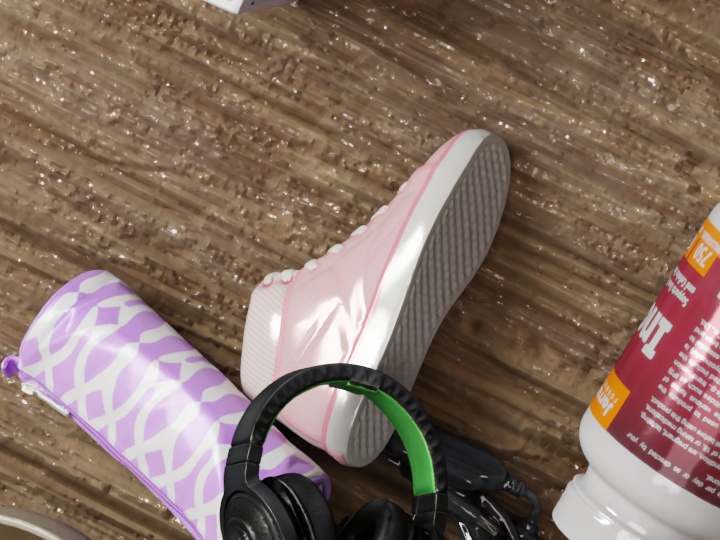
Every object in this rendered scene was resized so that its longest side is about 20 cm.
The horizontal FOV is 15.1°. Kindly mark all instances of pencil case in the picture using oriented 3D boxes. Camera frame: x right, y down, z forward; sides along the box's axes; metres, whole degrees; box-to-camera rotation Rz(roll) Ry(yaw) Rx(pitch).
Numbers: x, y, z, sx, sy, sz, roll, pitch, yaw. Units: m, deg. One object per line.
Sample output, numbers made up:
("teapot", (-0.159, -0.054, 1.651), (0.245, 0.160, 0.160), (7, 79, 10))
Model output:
("pencil case", (-0.108, 0.086, 1.504), (0.200, 0.084, 0.085), (40, 66, 23))

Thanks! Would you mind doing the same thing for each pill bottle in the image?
("pill bottle", (0.190, 0.072, 1.473), (0.113, 0.113, 0.201), (32, 101, 3))

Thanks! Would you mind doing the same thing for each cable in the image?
("cable", (-0.003, 0.152, 1.552), (0.199, 0.051, 0.164), (23, 108, 9))

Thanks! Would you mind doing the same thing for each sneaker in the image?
("sneaker", (0.000, 0.000, 1.511), (0.104, 0.075, 0.201), (23, 84, 31))

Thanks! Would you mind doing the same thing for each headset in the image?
("headset", (-0.024, 0.150, 1.427), (0.123, 0.094, 0.201), (17, 72, -27))

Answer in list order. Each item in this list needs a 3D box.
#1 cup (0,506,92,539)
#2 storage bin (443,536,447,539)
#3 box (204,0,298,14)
("cup", (-0.199, 0.219, 1.537), (0.199, 0.143, 0.202), (1, 98, 8))
("storage bin", (0.034, 0.266, 1.472), (0.134, 0.146, 0.200), (40, 89, -11))
("box", (-0.050, -0.248, 1.433), (0.096, 0.176, 0.201), (26, 100, 4))
